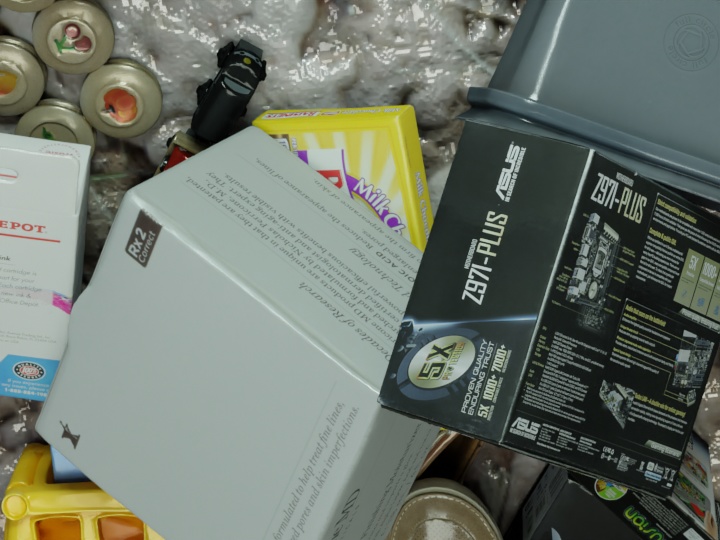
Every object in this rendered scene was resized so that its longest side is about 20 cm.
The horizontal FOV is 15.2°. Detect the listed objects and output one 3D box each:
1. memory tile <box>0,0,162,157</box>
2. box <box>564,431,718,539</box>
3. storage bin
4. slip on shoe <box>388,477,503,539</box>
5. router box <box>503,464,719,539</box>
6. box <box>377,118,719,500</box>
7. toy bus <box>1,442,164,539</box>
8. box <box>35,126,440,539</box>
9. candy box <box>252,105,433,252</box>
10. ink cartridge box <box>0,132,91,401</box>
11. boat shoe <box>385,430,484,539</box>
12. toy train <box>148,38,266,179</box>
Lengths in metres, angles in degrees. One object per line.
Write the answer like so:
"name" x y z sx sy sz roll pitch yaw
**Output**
"memory tile" -0.225 -0.134 1.600 0.153 0.017 0.200 -28 115 18
"box" 0.140 0.086 1.652 0.035 0.110 0.200 -39 110 22
"storage bin" 0.172 -0.116 1.532 0.200 0.146 0.135 20 92 -8
"slip on shoe" 0.056 0.228 1.661 0.076 0.061 0.201 0 108 7
"router box" 0.158 0.223 1.761 0.157 0.052 0.200 24 119 -11
"box" 0.116 0.025 1.485 0.086 0.200 0.164 16 87 35
"toy bus" -0.133 0.156 1.709 0.199 0.136 0.193 -2 104 2
"box" -0.058 0.060 1.580 0.200 0.131 0.199 38 128 17
"candy box" 0.000 0.000 1.619 0.102 0.026 0.201 -2 110 27
"ink cartridge box" -0.223 -0.019 1.614 0.115 0.068 0.200 8 132 -3
"boat shoe" 0.027 0.147 1.700 0.072 0.076 0.200 40 126 32
"toy train" -0.110 -0.051 1.623 0.034 0.046 0.200 26 118 -11
